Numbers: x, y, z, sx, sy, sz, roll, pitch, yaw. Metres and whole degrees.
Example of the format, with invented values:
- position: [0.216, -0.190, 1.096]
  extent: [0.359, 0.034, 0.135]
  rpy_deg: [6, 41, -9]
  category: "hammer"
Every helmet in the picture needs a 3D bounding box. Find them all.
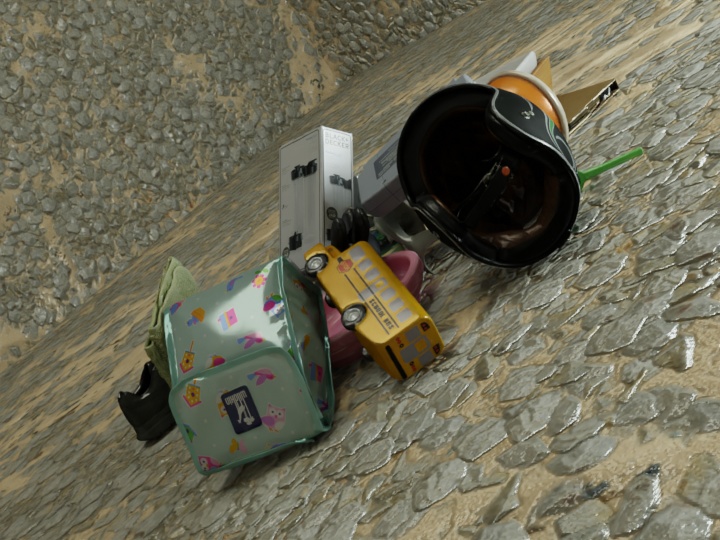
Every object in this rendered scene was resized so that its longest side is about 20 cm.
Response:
- position: [0.141, -0.109, 1.053]
  extent: [0.199, 0.201, 0.191]
  rpy_deg: [-33, 29, 5]
  category: "helmet"

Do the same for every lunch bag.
- position: [-0.120, 0.112, 1.045]
  extent: [0.168, 0.122, 0.203]
  rpy_deg: [-22, 56, 17]
  category: "lunch bag"

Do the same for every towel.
- position: [-0.206, 0.098, 1.168]
  extent: [0.036, 0.202, 0.150]
  rpy_deg: [-10, 41, 13]
  category: "towel"

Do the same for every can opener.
- position: [-0.014, -0.038, 1.158]
  extent: [0.063, 0.079, 0.200]
  rpy_deg: [-35, -7, 0]
  category: "can opener"

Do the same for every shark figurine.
- position: [0.056, -0.079, 1.266]
  extent: [0.090, 0.127, 0.215]
  rpy_deg: [-61, 8, 10]
  category: "shark figurine"

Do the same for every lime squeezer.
- position: [0.248, -0.102, 1.153]
  extent: [0.070, 0.038, 0.199]
  rpy_deg: [-6, -11, -44]
  category: "lime squeezer"

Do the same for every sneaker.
- position: [-0.266, 0.154, 1.374]
  extent: [0.200, 0.091, 0.076]
  rpy_deg: [-44, 15, -32]
  category: "sneaker"

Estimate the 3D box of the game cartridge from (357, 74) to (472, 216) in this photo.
- position: [0.078, -0.159, 1.209]
  extent: [0.200, 0.041, 0.134]
  rpy_deg: [-43, 25, 16]
  category: "game cartridge"

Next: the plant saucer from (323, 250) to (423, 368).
- position: [0.000, 0.054, 1.169]
  extent: [0.199, 0.051, 0.201]
  rpy_deg: [-34, 14, 10]
  category: "plant saucer"

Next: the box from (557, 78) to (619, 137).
- position: [0.280, -0.223, 1.444]
  extent: [0.163, 0.021, 0.199]
  rpy_deg: [-43, 16, -24]
  category: "box"

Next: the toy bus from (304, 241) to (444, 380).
- position: [0.008, 0.033, 1.035]
  extent: [0.078, 0.065, 0.200]
  rpy_deg: [-35, 40, -3]
  category: "toy bus"

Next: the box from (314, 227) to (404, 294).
- position: [0.000, 0.000, 1.360]
  extent: [0.143, 0.037, 0.200]
  rpy_deg: [-35, 17, 5]
  category: "box"

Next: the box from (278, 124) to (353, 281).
- position: [-0.064, -0.093, 1.359]
  extent: [0.059, 0.204, 0.116]
  rpy_deg: [7, -15, -36]
  category: "box"

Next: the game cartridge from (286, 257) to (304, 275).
- position: [-0.148, 0.042, 1.296]
  extent: [0.133, 0.042, 0.199]
  rpy_deg: [-44, 11, -22]
  category: "game cartridge"

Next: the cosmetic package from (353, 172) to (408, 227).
- position: [0.011, -0.111, 1.496]
  extent: [0.112, 0.082, 0.200]
  rpy_deg: [-24, 4, 28]
  category: "cosmetic package"

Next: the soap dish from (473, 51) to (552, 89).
- position: [0.208, -0.250, 1.482]
  extent: [0.156, 0.082, 0.200]
  rpy_deg: [-20, 21, 44]
  category: "soap dish"

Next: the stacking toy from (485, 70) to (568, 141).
- position: [0.163, -0.158, 1.230]
  extent: [0.199, 0.148, 0.145]
  rpy_deg: [-37, 14, -31]
  category: "stacking toy"
